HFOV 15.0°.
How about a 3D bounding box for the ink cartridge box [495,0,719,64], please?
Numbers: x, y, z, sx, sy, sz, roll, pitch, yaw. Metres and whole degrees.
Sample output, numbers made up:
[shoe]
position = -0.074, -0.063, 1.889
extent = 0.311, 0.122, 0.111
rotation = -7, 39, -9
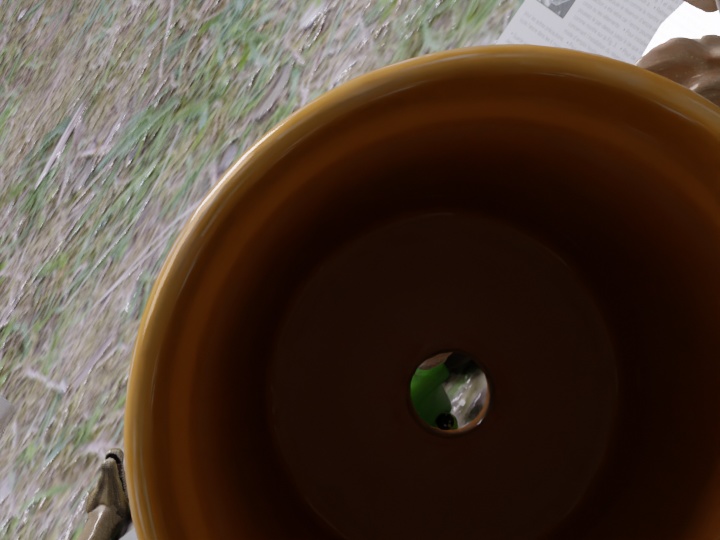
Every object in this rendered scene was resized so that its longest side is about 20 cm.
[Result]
[ink cartridge box]
position = 0.097, -0.066, 0.929
extent = 0.200, 0.050, 0.109
rotation = -55, 35, 7

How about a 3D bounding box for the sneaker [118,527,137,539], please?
[sneaker]
position = -0.086, 0.135, 0.977
extent = 0.200, 0.072, 0.073
rotation = -30, -42, -43

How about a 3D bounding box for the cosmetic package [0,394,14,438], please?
[cosmetic package]
position = -0.244, 0.131, 0.943
extent = 0.200, 0.123, 0.200
rotation = -50, 11, 37

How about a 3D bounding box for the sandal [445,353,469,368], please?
[sandal]
position = 0.000, 0.000, 1.080
extent = 0.082, 0.054, 0.200
rotation = -62, 22, -8

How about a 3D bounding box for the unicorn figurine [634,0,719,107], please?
[unicorn figurine]
position = 0.160, -0.128, 0.823
extent = 0.074, 0.137, 0.201
rotation = -82, 14, -51

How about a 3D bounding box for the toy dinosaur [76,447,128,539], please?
[toy dinosaur]
position = -0.164, 0.171, 1.244
extent = 0.200, 0.058, 0.101
rotation = -44, 9, 16

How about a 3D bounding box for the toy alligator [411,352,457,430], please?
[toy alligator]
position = 0.010, 0.048, 0.976
extent = 0.059, 0.054, 0.200
rotation = -41, 8, -17

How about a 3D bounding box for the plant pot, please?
[plant pot]
position = 0.032, 0.039, 0.786
extent = 0.201, 0.200, 0.183
rotation = -58, 5, 0
